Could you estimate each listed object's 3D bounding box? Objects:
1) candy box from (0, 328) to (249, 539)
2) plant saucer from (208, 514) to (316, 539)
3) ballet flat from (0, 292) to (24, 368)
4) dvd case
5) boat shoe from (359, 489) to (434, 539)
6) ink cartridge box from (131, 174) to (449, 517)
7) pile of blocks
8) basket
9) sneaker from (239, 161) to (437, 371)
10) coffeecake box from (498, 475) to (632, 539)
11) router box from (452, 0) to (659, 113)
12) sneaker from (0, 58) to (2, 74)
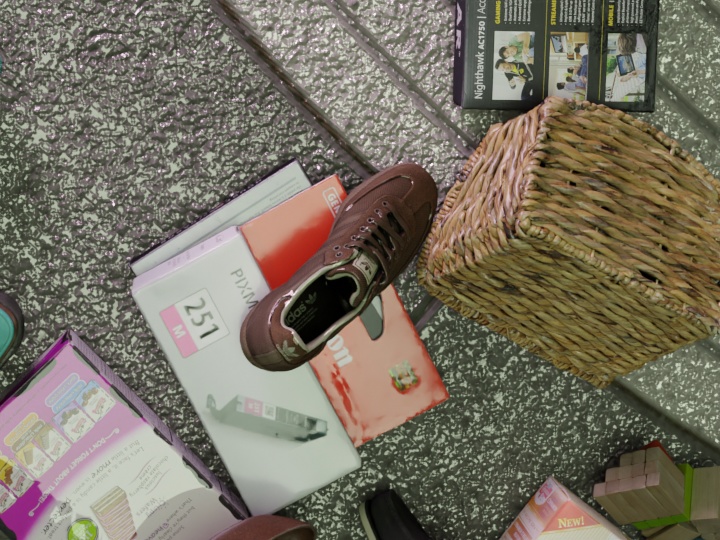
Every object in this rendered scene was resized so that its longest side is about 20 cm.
[{"bbox_3d":[-0.196,0.163,1.497,0.136,0.061,0.200,-43,102,1],"label":"candy box"},{"bbox_3d":[-0.117,0.245,1.470,0.200,0.200,0.034,-45,74,2],"label":"plant saucer"},{"bbox_3d":[-0.316,0.096,1.465,0.200,0.068,0.068,-44,101,2],"label":"ballet flat"},{"bbox_3d":[-0.060,0.039,1.513,0.150,0.025,0.201,-32,102,-1],"label":"dvd case"},{"bbox_3d":[0.067,0.235,1.492,0.063,0.202,0.074,-45,142,11],"label":"boat shoe"},{"bbox_3d":[-0.048,0.057,1.484,0.173,0.044,0.201,-28,103,0],"label":"ink cartridge box"},{"bbox_3d":[0.271,0.185,1.574,0.199,0.082,0.063,27,53,-20],"label":"pile of blocks"},{"bbox_3d":[0.163,-0.028,1.495,0.199,0.149,0.144,27,59,-22],"label":"basket"},{"bbox_3d":[0.000,0.000,1.446,0.071,0.075,0.200,48,69,-18],"label":"sneaker"},{"bbox_3d":[0.149,0.289,1.560,0.153,0.073,0.201,38,93,-11],"label":"coffeecake box"},{"bbox_3d":[0.146,-0.219,1.479,0.148,0.051,0.202,1,100,-6],"label":"router box"},{"bbox_3d":[-0.353,-0.127,1.428,0.198,0.078,0.092,-2,116,-4],"label":"sneaker"}]
